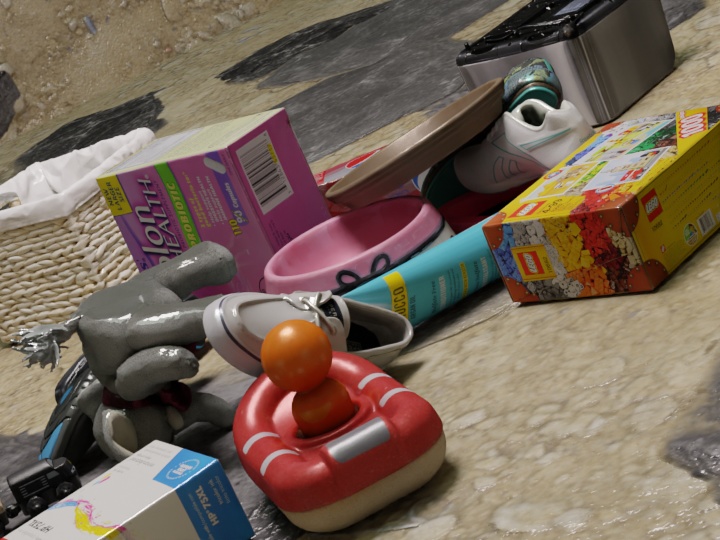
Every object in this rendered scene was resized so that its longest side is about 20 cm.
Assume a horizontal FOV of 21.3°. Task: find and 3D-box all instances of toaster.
[{"bbox_3d":[0.221,-0.230,2.080,0.180,0.119,0.200,-10,21,43],"label":"toaster"}]

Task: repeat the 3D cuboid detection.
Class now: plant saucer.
[{"bbox_3d":[0.056,-0.115,1.794,0.200,0.030,0.200,-34,7,5],"label":"plant saucer"}]

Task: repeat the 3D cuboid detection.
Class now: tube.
[{"bbox_3d":[0.059,0.011,1.638,0.200,0.078,0.050,-29,39,-27],"label":"tube"}]

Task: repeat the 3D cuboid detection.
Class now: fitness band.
[{"bbox_3d":[0.155,-0.065,1.804,0.143,0.038,0.200,-37,19,-30],"label":"fitness band"}]

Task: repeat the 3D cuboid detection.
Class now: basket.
[{"bbox_3d":[-0.325,-0.039,2.180,0.199,0.161,0.198,-14,19,34],"label":"basket"}]

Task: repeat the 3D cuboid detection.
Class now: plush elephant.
[{"bbox_3d":[-0.172,0.093,1.583,0.199,0.155,0.165,-19,24,-9],"label":"plush elephant"}]

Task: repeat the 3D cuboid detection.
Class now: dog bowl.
[{"bbox_3d":[0.000,0.000,1.744,0.199,0.074,0.200,-22,16,6],"label":"dog bowl"}]

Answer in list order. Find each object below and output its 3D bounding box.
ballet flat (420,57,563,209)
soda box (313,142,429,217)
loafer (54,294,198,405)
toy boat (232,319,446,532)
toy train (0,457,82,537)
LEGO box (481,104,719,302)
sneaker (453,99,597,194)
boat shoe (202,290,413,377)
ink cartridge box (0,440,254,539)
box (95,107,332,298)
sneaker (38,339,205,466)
[{"bbox_3d":[0.130,-0.135,1.888,0.200,0.074,0.074,-43,3,34],"label":"ballet flat"},{"bbox_3d":[0.046,-0.097,1.993,0.199,0.070,0.063,-21,17,9],"label":"soda box"},{"bbox_3d":[-0.219,0.087,1.805,0.070,0.068,0.200,-25,8,42],"label":"loafer"},{"bbox_3d":[-0.030,0.095,1.374,0.130,0.131,0.200,-27,16,-12],"label":"toy boat"},{"bbox_3d":[-0.328,0.209,1.594,0.199,0.046,0.034,-27,16,-8],"label":"toy train"},{"bbox_3d":[0.223,-0.057,1.594,0.149,0.077,0.200,-7,23,45],"label":"LEGO box"},{"bbox_3d":[0.152,-0.120,1.775,0.070,0.080,0.200,-39,20,-29],"label":"sneaker"},{"bbox_3d":[-0.036,0.047,1.503,0.066,0.072,0.200,-36,-35,31],"label":"boat shoe"},{"bbox_3d":[-0.190,0.206,1.365,0.200,0.067,0.116,-32,18,-25],"label":"ink cartridge box"},{"bbox_3d":[-0.137,-0.049,1.910,0.199,0.177,0.097,-8,22,43],"label":"box"},{"bbox_3d":[-0.211,0.107,1.702,0.200,0.082,0.073,-58,15,-25],"label":"sneaker"}]
